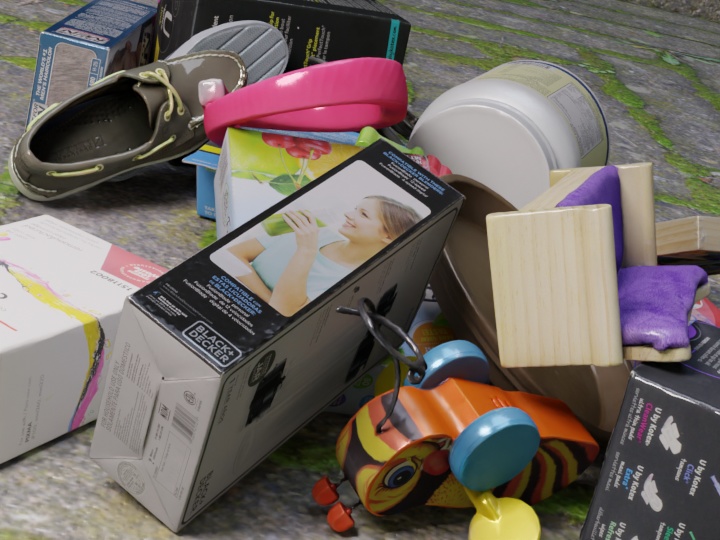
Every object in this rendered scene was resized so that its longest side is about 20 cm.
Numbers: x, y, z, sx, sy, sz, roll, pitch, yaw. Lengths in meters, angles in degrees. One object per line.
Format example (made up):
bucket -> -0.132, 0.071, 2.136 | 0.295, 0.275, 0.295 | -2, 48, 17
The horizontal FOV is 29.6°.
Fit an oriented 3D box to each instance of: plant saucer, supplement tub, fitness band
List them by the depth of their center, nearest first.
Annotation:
plant saucer -> 0.102, 0.027, 0.843 | 0.200, 0.029, 0.201 | 41, 25, -23
fitness band -> -0.038, -0.118, 0.957 | 0.142, 0.038, 0.200 | -8, 0, 1
supplement tub -> 0.120, -0.091, 1.125 | 0.144, 0.146, 0.200 | 19, 21, 15

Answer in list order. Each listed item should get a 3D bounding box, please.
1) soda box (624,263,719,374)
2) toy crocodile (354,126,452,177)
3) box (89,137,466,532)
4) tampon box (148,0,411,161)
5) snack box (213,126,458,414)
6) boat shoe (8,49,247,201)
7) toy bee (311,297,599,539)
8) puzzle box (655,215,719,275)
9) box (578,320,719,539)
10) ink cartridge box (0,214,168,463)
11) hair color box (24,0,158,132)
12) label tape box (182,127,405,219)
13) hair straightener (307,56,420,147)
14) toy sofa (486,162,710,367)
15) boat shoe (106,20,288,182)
soda box -> 0.211, 0.058, 0.911 | 0.069, 0.064, 0.200 | 7, 21, -18
toy crocodile -> 0.073, -0.032, 0.990 | 0.200, 0.062, 0.068 | 44, 22, -6
box -> -0.038, 0.027, 0.683 | 0.060, 0.117, 0.200 | 36, 44, 18
tampon box -> -0.080, -0.179, 1.223 | 0.199, 0.151, 0.126 | 4, 22, -24
snack box -> -0.015, -0.001, 0.849 | 0.141, 0.053, 0.201 | 6, 43, -14
boat shoe -> -0.165, -0.114, 1.014 | 0.201, 0.072, 0.060 | -29, -1, -22
toy bee -> 0.029, 0.086, 0.690 | 0.200, 0.109, 0.131 | 36, 16, -27
puzzle box -> 0.247, -0.014, 1.047 | 0.132, 0.026, 0.200 | 3, -6, -25
box -> 0.232, 0.120, 0.696 | 0.199, 0.107, 0.122 | 23, 22, 25
ink cartridge box -> -0.192, 0.035, 0.710 | 0.116, 0.068, 0.200 | 22, 22, 23
hair color box -> -0.228, -0.170, 1.181 | 0.060, 0.101, 0.200 | 14, 21, 0
label tape box -> -0.049, -0.063, 1.063 | 0.143, 0.064, 0.200 | 15, 20, 7
hair straightener -> 0.028, -0.129, 1.187 | 0.200, 0.077, 0.041 | 34, -3, -31
toy sofa -> 0.139, -0.009, 0.761 | 0.097, 0.084, 0.200 | -3, 10, 19
boat shoe -> -0.151, -0.142, 1.100 | 0.199, 0.074, 0.067 | -34, 23, -26
